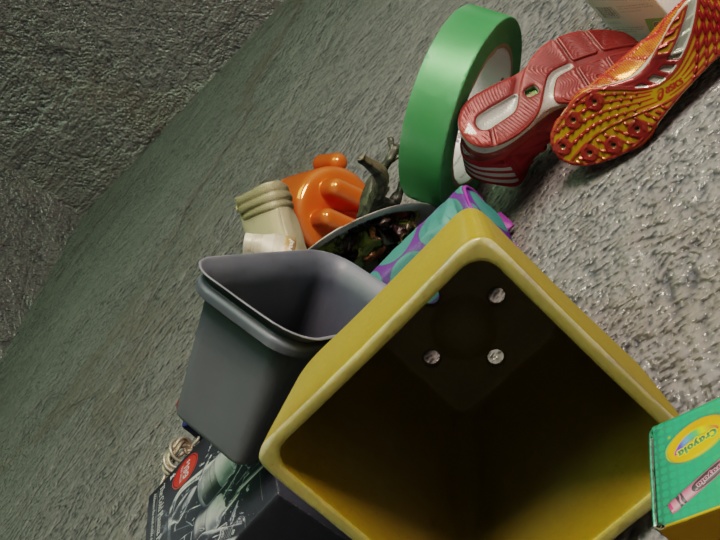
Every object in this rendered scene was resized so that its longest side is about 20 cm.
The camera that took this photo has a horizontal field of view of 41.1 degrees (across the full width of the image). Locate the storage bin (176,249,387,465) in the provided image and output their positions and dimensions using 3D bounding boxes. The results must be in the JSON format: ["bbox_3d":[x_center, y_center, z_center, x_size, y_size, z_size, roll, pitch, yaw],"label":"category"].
[{"bbox_3d":[-0.067,0.068,0.811,0.199,0.145,0.136,-6,-57,-58],"label":"storage bin"}]

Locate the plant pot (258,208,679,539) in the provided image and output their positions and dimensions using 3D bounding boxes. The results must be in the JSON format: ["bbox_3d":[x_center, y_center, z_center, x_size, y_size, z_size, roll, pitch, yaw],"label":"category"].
[{"bbox_3d":[0.076,0.076,0.652,0.194,0.195,0.200,-45,11,17],"label":"plant pot"}]

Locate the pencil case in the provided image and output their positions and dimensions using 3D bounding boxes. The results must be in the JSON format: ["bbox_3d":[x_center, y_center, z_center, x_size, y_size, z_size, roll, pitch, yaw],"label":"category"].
[{"bbox_3d":[0.056,0.016,0.906,0.200,0.092,0.085,-44,67,17],"label":"pencil case"}]

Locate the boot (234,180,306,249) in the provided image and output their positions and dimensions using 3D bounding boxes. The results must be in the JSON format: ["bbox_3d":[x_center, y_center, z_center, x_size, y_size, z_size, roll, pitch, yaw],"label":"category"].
[{"bbox_3d":[-0.106,-0.016,1.153,0.072,0.157,0.200,-17,-6,-17],"label":"boot"}]

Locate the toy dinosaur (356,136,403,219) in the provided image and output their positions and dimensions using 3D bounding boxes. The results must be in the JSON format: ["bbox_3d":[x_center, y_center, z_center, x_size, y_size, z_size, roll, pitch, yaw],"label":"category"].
[{"bbox_3d":[0.022,-0.079,0.974,0.088,0.047,0.201,-52,-14,-26],"label":"toy dinosaur"}]

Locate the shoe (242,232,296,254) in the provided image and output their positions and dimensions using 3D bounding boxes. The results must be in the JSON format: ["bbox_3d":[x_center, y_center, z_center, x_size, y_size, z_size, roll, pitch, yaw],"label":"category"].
[{"bbox_3d":[-0.116,0.024,1.030,0.201,0.053,0.071,116,159,-50],"label":"shoe"}]

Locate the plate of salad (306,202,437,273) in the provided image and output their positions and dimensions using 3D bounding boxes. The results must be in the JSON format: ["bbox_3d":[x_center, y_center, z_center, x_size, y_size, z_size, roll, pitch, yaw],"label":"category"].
[{"bbox_3d":[0.000,0.000,0.975,0.200,0.199,0.048,-40,67,28],"label":"plate of salad"}]

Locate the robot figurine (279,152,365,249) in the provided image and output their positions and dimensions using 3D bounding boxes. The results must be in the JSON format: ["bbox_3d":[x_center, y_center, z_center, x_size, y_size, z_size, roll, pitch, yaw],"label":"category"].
[{"bbox_3d":[-0.059,-0.068,1.224,0.116,0.146,0.199,-21,8,-27],"label":"robot figurine"}]

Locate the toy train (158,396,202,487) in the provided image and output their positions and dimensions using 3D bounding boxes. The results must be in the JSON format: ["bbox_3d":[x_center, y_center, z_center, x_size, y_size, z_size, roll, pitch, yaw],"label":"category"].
[{"bbox_3d":[-0.151,0.173,1.099,0.115,0.085,0.201,-7,47,43],"label":"toy train"}]

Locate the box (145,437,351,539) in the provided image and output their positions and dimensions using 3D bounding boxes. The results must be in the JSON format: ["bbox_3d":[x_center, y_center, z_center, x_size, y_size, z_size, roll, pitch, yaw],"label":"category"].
[{"bbox_3d":[-0.102,0.227,0.869,0.182,0.104,0.200,-46,22,10],"label":"box"}]

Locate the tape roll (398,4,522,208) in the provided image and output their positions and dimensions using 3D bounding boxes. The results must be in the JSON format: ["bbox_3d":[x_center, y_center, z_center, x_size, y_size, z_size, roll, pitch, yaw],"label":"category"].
[{"bbox_3d":[0.103,-0.161,0.968,0.201,0.048,0.202,-53,-24,-36],"label":"tape roll"}]

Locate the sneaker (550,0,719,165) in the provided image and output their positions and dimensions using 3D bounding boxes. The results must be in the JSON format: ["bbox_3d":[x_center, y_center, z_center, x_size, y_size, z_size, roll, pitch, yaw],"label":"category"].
[{"bbox_3d":[0.252,-0.164,0.842,0.200,0.073,0.077,-40,1,22],"label":"sneaker"}]

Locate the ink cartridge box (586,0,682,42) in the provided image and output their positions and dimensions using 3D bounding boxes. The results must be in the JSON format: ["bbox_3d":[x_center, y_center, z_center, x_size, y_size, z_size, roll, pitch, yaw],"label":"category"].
[{"bbox_3d":[0.233,-0.299,0.882,0.068,0.199,0.117,-51,22,-1],"label":"ink cartridge box"}]

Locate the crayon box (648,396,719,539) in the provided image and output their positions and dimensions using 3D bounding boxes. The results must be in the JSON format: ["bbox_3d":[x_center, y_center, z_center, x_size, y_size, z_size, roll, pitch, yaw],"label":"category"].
[{"bbox_3d":[0.237,0.081,0.396,0.199,0.118,0.059,-35,26,36],"label":"crayon box"}]

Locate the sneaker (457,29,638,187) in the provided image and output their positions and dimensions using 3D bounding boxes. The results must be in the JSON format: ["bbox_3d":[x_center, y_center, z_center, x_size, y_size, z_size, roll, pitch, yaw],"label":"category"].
[{"bbox_3d":[0.179,-0.154,0.935,0.198,0.079,0.116,-23,-21,-7],"label":"sneaker"}]
